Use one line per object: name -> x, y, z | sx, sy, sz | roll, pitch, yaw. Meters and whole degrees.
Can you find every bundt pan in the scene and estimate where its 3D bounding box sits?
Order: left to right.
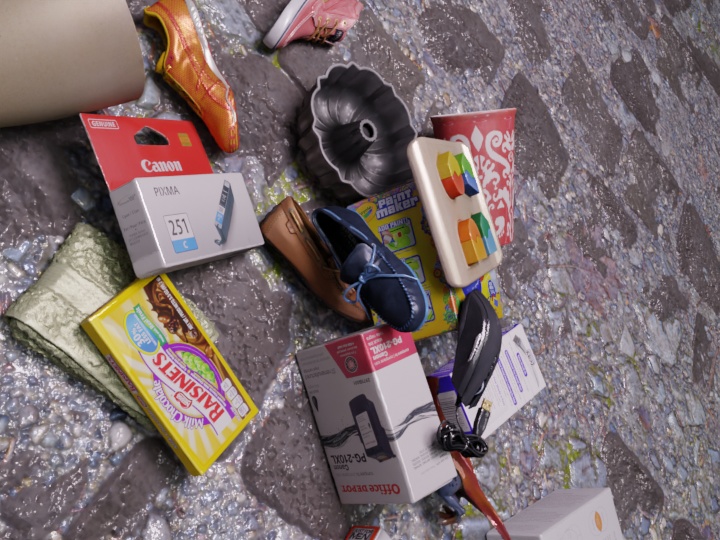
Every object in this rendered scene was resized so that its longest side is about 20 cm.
bundt pan -> -0.011, -0.187, 1.008 | 0.199, 0.075, 0.207 | 14, 68, -38

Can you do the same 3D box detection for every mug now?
mug -> 0.191, -0.148, 1.119 | 0.177, 0.131, 0.205 | -25, 113, -60

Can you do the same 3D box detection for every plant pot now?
plant pot -> -0.345, -0.219, 0.682 | 0.198, 0.186, 0.190 | -33, 98, -27

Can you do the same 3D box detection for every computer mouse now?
computer mouse -> 0.153, 0.135, 0.873 | 0.140, 0.045, 0.204 | 45, 55, -53

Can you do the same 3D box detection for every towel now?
towel -> -0.254, 0.057, 0.749 | 0.200, 0.036, 0.150 | 43, 52, -23

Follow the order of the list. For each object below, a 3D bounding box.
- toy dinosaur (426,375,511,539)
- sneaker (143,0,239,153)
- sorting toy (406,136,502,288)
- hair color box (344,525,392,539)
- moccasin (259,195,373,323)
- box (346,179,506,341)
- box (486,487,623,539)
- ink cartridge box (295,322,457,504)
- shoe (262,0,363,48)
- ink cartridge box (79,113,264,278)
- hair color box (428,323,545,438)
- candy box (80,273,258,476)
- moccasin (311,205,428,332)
toy dinosaur -> 0.127, 0.239, 0.954 | 0.105, 0.196, 0.185 | -38, 133, -56
sneaker -> -0.208, -0.234, 0.873 | 0.076, 0.073, 0.203 | -26, 90, -20
sorting toy -> 0.134, -0.083, 0.922 | 0.199, 0.036, 0.189 | -18, 91, -63
hair color box -> -0.012, 0.417, 0.828 | 0.102, 0.061, 0.201 | 52, 51, -16
moccasin -> -0.042, -0.012, 0.922 | 0.202, 0.077, 0.074 | 49, 13, -12
box -> 0.095, -0.008, 0.977 | 0.199, 0.120, 0.197 | -4, 78, -62
box -> 0.305, 0.436, 1.065 | 0.197, 0.105, 0.156 | -9, 82, -42
ink cartridge box -> 0.016, 0.177, 0.871 | 0.083, 0.144, 0.204 | -16, 86, -41
shoe -> -0.062, -0.362, 1.022 | 0.091, 0.071, 0.202 | 41, 49, -17
ink cartridge box -> -0.200, -0.095, 0.789 | 0.199, 0.044, 0.180 | -22, 93, -66
hair color box -> 0.194, 0.172, 1.082 | 0.198, 0.064, 0.111 | -24, 92, -41
candy box -> -0.196, 0.106, 0.747 | 0.102, 0.026, 0.202 | -45, 110, -41
moccasin -> 0.000, 0.000, 0.829 | 0.067, 0.081, 0.200 | 9, 30, -47
